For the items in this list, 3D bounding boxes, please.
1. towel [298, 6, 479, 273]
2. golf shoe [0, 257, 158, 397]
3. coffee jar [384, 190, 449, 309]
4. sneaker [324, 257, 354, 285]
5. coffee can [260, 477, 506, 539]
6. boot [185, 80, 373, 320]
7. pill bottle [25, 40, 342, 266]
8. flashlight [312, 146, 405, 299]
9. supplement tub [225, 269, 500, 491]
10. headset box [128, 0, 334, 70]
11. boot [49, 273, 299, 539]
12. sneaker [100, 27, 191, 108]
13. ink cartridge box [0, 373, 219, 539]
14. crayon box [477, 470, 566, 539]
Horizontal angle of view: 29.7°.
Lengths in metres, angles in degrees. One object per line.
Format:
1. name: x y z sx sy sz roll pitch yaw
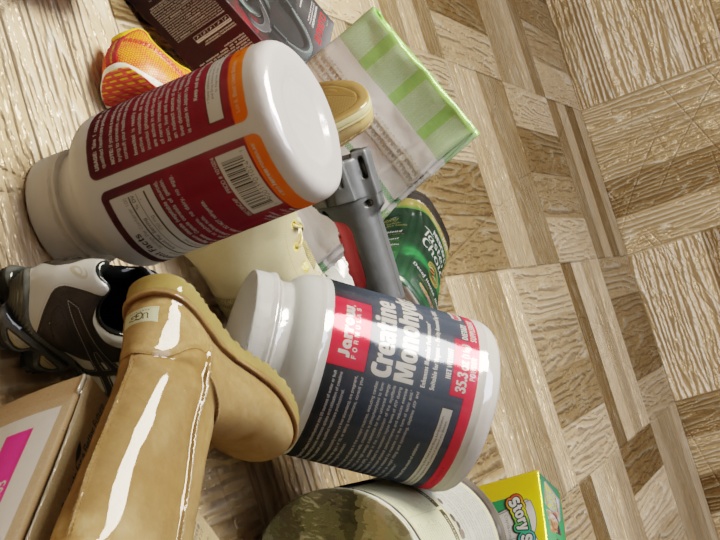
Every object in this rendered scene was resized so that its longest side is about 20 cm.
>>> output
1. towel: -0.017 -0.108 1.175 0.149 0.200 0.031 49 15 -3
2. golf shoe: -0.153 0.047 0.901 0.200 0.094 0.078 37 38 -59
3. coffee jar: 0.041 -0.001 1.443 0.104 0.085 0.200 61 22 -25
4. sneaker: -0.029 0.045 1.219 0.100 0.075 0.201 53 24 -70
5. coffee can: 0.022 0.239 1.100 0.200 0.146 0.147 9 64 -67
6. boot: -0.056 -0.050 1.087 0.156 0.200 0.073 57 5 -36
7. pill bottle: -0.122 -0.070 0.923 0.113 0.200 0.113 52 28 -42
8. flashlight: 0.000 0.000 1.154 0.068 0.068 0.200 10 -60 70
9. supplement tub: -0.005 0.084 1.057 0.200 0.140 0.141 16 44 -14
10. headset box: -0.106 -0.228 1.236 0.200 0.077 0.149 46 30 -26
11. boot: -0.105 0.125 0.799 0.175 0.066 0.200 50 30 -35
12. sneaker: -0.134 -0.121 1.117 0.200 0.073 0.077 52 31 -41
13. ink cartridge box: -0.164 0.188 0.774 0.165 0.075 0.200 58 25 -29
14. crayon box: 0.102 0.298 1.216 0.058 0.172 0.200 48 31 -46
